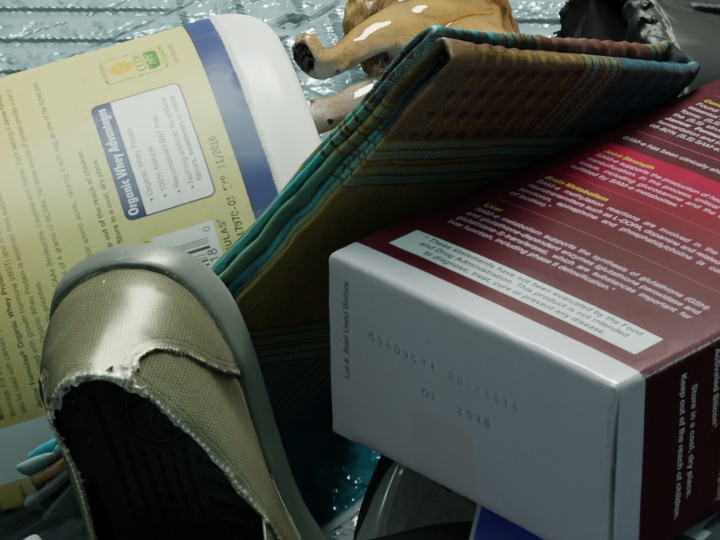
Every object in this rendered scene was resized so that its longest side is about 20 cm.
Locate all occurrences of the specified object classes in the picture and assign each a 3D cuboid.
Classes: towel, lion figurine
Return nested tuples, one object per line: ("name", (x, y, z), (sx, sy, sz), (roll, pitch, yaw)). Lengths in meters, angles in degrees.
("towel", (0.000, 0.000, 0.835), (0.147, 0.200, 0.022), (-3, 52, -56))
("lion figurine", (0.050, -0.073, 1.091), (0.122, 0.072, 0.200), (-25, 51, -29))

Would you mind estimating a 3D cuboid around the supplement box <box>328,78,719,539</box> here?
("supplement box", (0.098, 0.005, 0.793), (0.200, 0.061, 0.109), (-25, 36, -37))

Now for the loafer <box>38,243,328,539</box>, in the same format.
("loafer", (-0.043, 0.094, 0.772), (0.075, 0.200, 0.070), (-19, 16, 20))

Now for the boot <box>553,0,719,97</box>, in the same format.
("boot", (0.162, -0.044, 0.942), (0.162, 0.073, 0.198), (12, 22, -23))

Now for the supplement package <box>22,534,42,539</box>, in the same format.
("supplement package", (-0.078, 0.186, 0.719), (0.121, 0.120, 0.200), (-29, 39, -17))

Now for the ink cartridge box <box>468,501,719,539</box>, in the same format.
("ink cartridge box", (0.137, 0.086, 0.748), (0.198, 0.047, 0.200), (21, 32, 30))

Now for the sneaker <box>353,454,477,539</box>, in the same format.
("sneaker", (0.045, 0.047, 0.935), (0.082, 0.077, 0.200), (-20, 26, 47))

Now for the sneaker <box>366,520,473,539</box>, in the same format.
("sneaker", (0.078, 0.100, 0.842), (0.200, 0.075, 0.085), (1, 31, 4))

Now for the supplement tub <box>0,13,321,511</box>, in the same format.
("supplement tub", (-0.108, 0.004, 0.955), (0.200, 0.144, 0.144), (-16, 36, -6))
